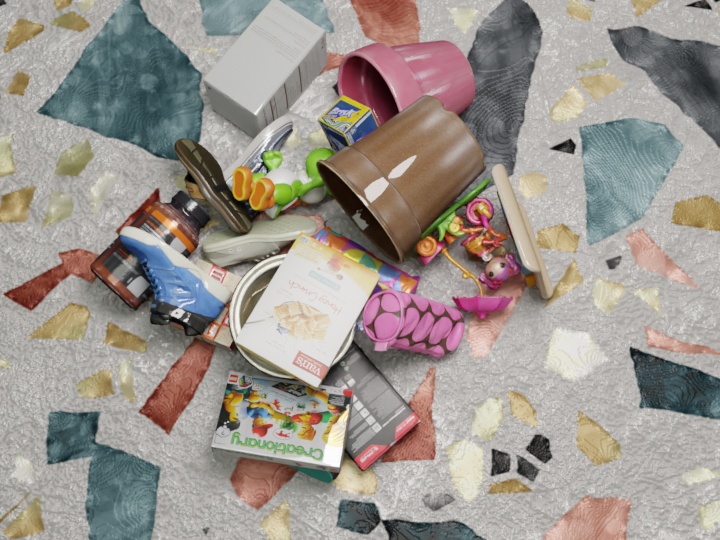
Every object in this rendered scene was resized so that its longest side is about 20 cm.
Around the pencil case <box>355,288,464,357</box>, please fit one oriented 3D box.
[{"bbox_3d":[0.086,0.088,1.419,0.091,0.200,0.094,-12,73,36],"label":"pencil case"}]

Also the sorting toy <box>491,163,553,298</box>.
[{"bbox_3d":[0.257,-0.057,1.458,0.036,0.200,0.185,-21,70,13],"label":"sorting toy"}]

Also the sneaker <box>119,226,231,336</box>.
[{"bbox_3d":[-0.312,0.025,1.417,0.200,0.077,0.111,37,76,-17],"label":"sneaker"}]

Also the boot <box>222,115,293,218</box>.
[{"bbox_3d":[-0.167,-0.169,1.562,0.090,0.073,0.200,43,87,6],"label":"boot"}]

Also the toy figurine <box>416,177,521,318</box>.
[{"bbox_3d":[0.188,-0.020,1.482,0.200,0.150,0.184,-39,89,7],"label":"toy figurine"}]

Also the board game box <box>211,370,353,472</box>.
[{"bbox_3d":[-0.118,0.233,1.397,0.200,0.035,0.126,8,62,4],"label":"board game box"}]

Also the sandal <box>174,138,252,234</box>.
[{"bbox_3d":[-0.253,-0.134,1.502,0.055,0.082,0.200,-39,84,23],"label":"sandal"}]

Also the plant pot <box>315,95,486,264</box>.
[{"bbox_3d":[0.071,-0.147,1.377,0.198,0.200,0.200,-39,78,-7],"label":"plant pot"}]

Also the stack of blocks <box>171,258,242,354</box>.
[{"bbox_3d":[-0.200,0.076,1.492,0.200,0.059,0.115,22,76,6],"label":"stack of blocks"}]

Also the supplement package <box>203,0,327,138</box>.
[{"bbox_3d":[-0.162,-0.349,1.583,0.117,0.117,0.200,36,77,9],"label":"supplement package"}]

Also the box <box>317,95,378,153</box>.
[{"bbox_3d":[0.004,-0.189,1.490,0.064,0.200,0.070,-46,52,-13],"label":"box"}]

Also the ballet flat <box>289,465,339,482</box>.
[{"bbox_3d":[-0.119,0.274,1.436,0.200,0.073,0.073,18,75,12],"label":"ballet flat"}]

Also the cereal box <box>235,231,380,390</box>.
[{"bbox_3d":[-0.079,0.060,1.371,0.144,0.040,0.200,28,74,3],"label":"cereal box"}]

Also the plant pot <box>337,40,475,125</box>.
[{"bbox_3d":[0.088,-0.303,1.542,0.179,0.200,0.200,-26,75,-22],"label":"plant pot"}]

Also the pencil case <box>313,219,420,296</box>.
[{"bbox_3d":[0.000,0.000,1.501,0.200,0.088,0.088,31,76,8],"label":"pencil case"}]

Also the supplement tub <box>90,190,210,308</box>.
[{"bbox_3d":[-0.343,-0.040,1.501,0.107,0.107,0.200,41,79,11],"label":"supplement tub"}]

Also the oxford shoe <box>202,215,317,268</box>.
[{"bbox_3d":[-0.165,-0.047,1.514,0.200,0.075,0.058,-13,115,9],"label":"oxford shoe"}]

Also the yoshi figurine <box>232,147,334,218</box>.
[{"bbox_3d":[-0.107,-0.159,1.498,0.200,0.112,0.113,-12,82,-45],"label":"yoshi figurine"}]

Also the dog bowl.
[{"bbox_3d":[-0.106,0.077,1.423,0.200,0.074,0.200,1,75,-5],"label":"dog bowl"}]

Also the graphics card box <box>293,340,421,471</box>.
[{"bbox_3d":[-0.014,0.207,1.458,0.125,0.051,0.200,-40,79,-10],"label":"graphics card box"}]
